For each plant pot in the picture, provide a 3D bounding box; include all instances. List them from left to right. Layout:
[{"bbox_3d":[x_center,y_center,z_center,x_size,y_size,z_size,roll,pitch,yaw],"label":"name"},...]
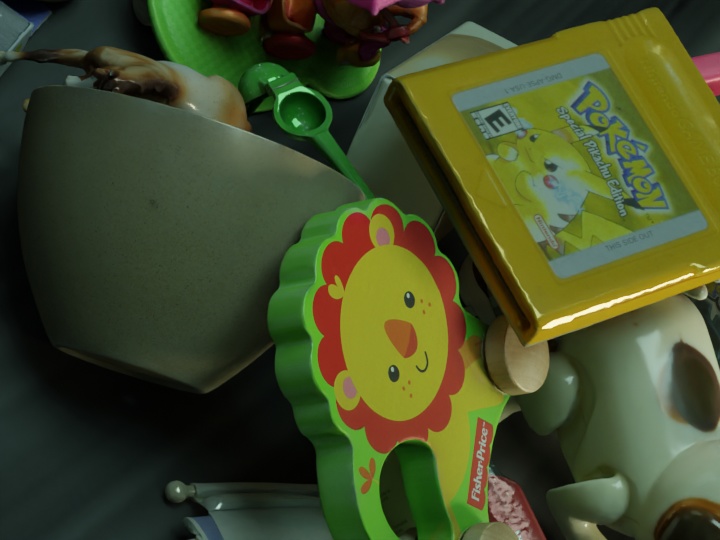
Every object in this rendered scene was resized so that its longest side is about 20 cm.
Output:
[{"bbox_3d":[-0.111,-0.007,1.238,0.200,0.200,0.135,19,81,-21],"label":"plant pot"}]

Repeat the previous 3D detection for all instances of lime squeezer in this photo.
[{"bbox_3d":[-0.046,-0.086,1.333,0.038,0.071,0.200,-8,24,-33],"label":"lime squeezer"}]

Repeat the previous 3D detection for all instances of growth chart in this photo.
[{"bbox_3d":[-0.038,0.179,1.199,0.144,0.018,0.200,8,33,-28],"label":"growth chart"}]

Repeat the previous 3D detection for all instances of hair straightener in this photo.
[{"bbox_3d":[0.060,0.124,1.321,0.041,0.077,0.200,-30,89,-17],"label":"hair straightener"}]

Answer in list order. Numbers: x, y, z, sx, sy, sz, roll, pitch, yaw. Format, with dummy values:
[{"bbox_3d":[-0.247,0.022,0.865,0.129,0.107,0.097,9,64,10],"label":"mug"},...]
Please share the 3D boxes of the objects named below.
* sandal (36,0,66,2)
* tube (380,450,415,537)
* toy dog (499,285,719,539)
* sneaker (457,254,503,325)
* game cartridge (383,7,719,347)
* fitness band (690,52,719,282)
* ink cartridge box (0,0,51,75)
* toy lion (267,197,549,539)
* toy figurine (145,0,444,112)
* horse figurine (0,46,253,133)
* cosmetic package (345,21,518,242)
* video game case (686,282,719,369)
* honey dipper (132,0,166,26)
[{"bbox_3d":[-0.217,-0.212,1.368,0.080,0.057,0.201,41,20,9],"label":"sandal"},{"bbox_3d":[0.005,0.094,1.307,0.052,0.058,0.200,19,44,-65],"label":"tube"},{"bbox_3d":[0.195,0.110,1.340,0.139,0.194,0.200,2,47,-44],"label":"toy dog"},{"bbox_3d":[0.129,-0.028,1.387,0.074,0.087,0.200,54,37,-26],"label":"sneaker"},{"bbox_3d":[0.137,-0.061,1.272,0.200,0.032,0.177,-19,68,-28],"label":"game cartridge"},{"bbox_3d":[0.240,-0.069,1.356,0.199,0.037,0.144,-12,66,-28],"label":"fitness band"},{"bbox_3d":[-0.303,-0.174,1.319,0.197,0.047,0.200,35,45,-6],"label":"ink cartridge box"},{"bbox_3d":[0.019,0.069,1.191,0.192,0.069,0.201,30,60,-44],"label":"toy lion"},{"bbox_3d":[-0.007,-0.183,1.405,0.200,0.184,0.151,19,71,-37],"label":"toy figurine"},{"bbox_3d":[-0.127,-0.098,1.303,0.200,0.132,0.050,22,74,-51],"label":"horse figurine"},{"bbox_3d":[0.053,-0.087,1.404,0.071,0.105,0.200,28,24,8],"label":"cosmetic package"},{"bbox_3d":[0.223,0.020,1.430,0.200,0.181,0.025,48,52,7],"label":"video game case"},{"bbox_3d":[-0.066,-0.184,1.502,0.200,0.038,0.038,-3,58,-41],"label":"honey dipper"}]
